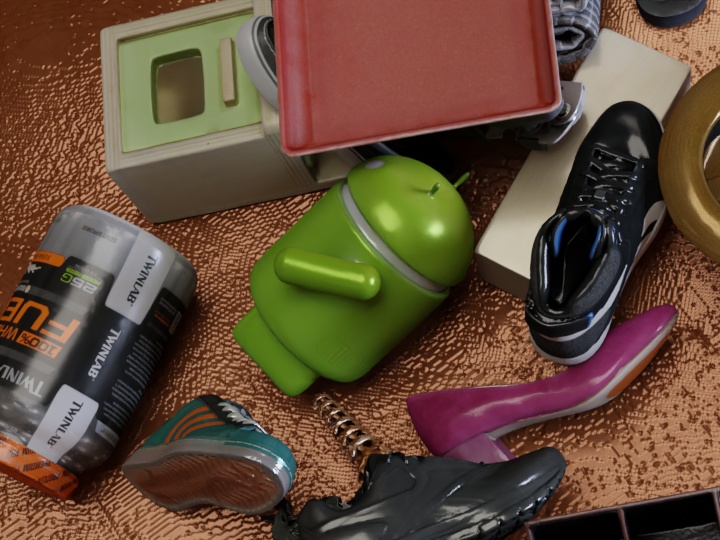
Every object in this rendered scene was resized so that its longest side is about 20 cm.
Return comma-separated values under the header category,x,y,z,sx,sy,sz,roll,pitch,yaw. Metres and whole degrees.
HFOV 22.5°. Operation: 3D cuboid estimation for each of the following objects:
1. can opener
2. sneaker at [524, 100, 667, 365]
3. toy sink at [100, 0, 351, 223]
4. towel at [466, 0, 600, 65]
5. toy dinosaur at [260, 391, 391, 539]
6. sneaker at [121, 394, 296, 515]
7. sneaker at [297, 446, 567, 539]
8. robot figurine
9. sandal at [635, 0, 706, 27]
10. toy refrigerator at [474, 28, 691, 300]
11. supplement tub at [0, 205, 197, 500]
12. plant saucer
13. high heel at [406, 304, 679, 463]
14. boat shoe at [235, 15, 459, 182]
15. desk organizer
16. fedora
category,x,y,z,sx,sy,sz,roll,pitch,yaw
can opener,0.083,-0.131,1.351,0.199,0.067,0.054,13,70,48
sneaker,0.167,-0.041,1.238,0.073,0.112,0.201,15,73,13
toy sink,-0.093,-0.133,1.418,0.199,0.112,0.131,-10,66,11
towel,0.087,-0.221,1.391,0.199,0.086,0.166,-3,38,14
toy dinosaur,0.004,0.186,1.285,0.135,0.102,0.200,-18,45,-9
sneaker,-0.099,0.122,1.289,0.200,0.071,0.080,-10,39,56
sneaker,0.049,0.154,1.220,0.199,0.076,0.091,-22,70,-24
robot figurine,0.000,0.000,1.317,0.200,0.175,0.116,-44,86,19
sandal,0.225,-0.287,1.433,0.076,0.043,0.201,-22,64,5
toy refrigerator,0.167,-0.070,1.346,0.076,0.070,0.201,26,77,16
supplement tub,-0.216,0.063,1.364,0.122,0.123,0.201,20,74,22
plant saucer,0.038,-0.179,1.290,0.199,0.037,0.201,-9,67,13
high heel,0.129,0.070,1.298,0.200,0.067,0.096,-42,73,10
boat shoe,-0.006,-0.125,1.356,0.057,0.200,0.069,-29,29,40
desk organizer,0.214,0.192,1.215,0.199,0.077,0.072,-12,65,10
fedora,0.304,-0.060,1.287,0.199,0.082,0.202,1,65,-2
